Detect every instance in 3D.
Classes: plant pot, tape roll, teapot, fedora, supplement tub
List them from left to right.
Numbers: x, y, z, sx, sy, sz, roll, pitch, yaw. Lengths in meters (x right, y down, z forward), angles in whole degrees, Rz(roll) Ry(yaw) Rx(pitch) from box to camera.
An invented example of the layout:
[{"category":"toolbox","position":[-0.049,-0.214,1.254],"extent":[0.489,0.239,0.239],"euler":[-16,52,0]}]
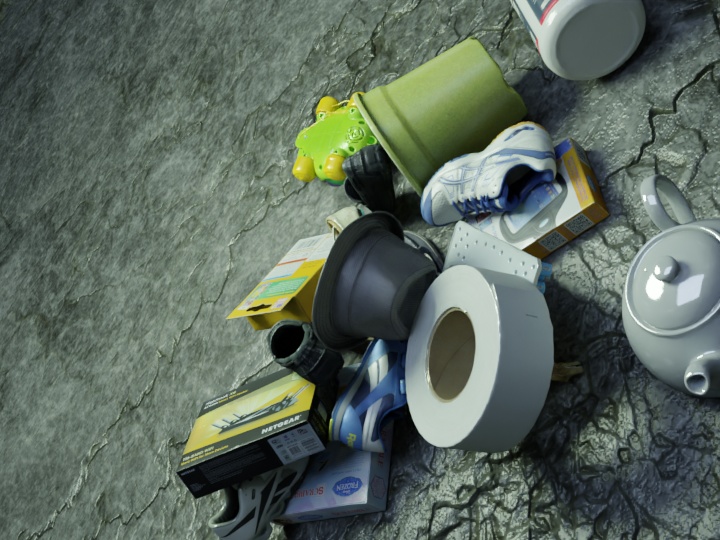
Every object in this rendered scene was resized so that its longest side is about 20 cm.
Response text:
[{"category":"fedora","position":[0.031,0.025,1.256],"extent":[0.090,0.200,0.178],"euler":[20,90,22]},{"category":"plant pot","position":[0.121,-0.214,1.451],"extent":[0.184,0.200,0.201],"euler":[-36,42,9]},{"category":"tape roll","position":[0.127,0.097,1.162],"extent":[0.202,0.070,0.204],"euler":[-38,47,56]},{"category":"supplement tub","position":[0.277,-0.359,1.392],"extent":[0.140,0.140,0.201],"euler":[-39,43,23]},{"category":"teapot","position":[0.339,0.021,1.068],"extent":[0.200,0.146,0.198],"euler":[29,88,53]}]

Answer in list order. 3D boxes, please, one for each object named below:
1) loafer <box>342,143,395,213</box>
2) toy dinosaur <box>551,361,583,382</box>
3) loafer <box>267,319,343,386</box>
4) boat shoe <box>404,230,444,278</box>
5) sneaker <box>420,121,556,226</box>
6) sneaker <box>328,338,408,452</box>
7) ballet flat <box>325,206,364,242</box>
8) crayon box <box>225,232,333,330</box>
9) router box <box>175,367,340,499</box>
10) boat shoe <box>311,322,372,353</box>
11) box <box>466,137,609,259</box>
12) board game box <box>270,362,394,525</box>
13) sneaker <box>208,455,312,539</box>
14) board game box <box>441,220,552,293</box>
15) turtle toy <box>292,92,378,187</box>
[{"category":"loafer","position":[0.011,-0.123,1.496],"extent":[0.070,0.201,0.068],"euler":[-12,73,2]},{"category":"toy dinosaur","position":[0.166,0.121,1.264],"extent":[0.199,0.058,0.102],"euler":[-27,49,34]},{"category":"loafer","position":[-0.084,0.093,1.361],"extent":[0.068,0.070,0.200],"euler":[-53,22,-5]},{"category":"boat shoe","position":[0.066,-0.009,1.429],"extent":[0.075,0.093,0.200],"euler":[-49,39,8]},{"category":"sneaker","position":[0.159,-0.106,1.346],"extent":[0.200,0.075,0.088],"euler":[-36,43,27]},{"category":"sneaker","position":[0.036,0.142,1.347],"extent":[0.082,0.074,0.201],"euler":[24,75,17]},{"category":"ballet flat","position":[0.000,0.000,1.490],"extent":[0.062,0.068,0.201],"euler":[-15,60,-11]},{"category":"crayon box","position":[-0.090,0.022,1.547],"extent":[0.125,0.052,0.200],"euler":[-10,29,44]},{"category":"router box","position":[-0.131,0.202,1.389],"extent":[0.199,0.052,0.157],"euler":[-24,23,17]},{"category":"boat shoe","position":[-0.025,0.074,1.493],"extent":[0.200,0.072,0.068],"euler":[4,71,52]},{"category":"box","position":[0.212,-0.068,1.353],"extent":[0.200,0.041,0.119],"euler":[-34,44,25]},{"category":"board game box","position":[-0.041,0.234,1.430],"extent":[0.199,0.041,0.201],"euler":[-18,53,40]},{"category":"sneaker","position":[-0.132,0.271,1.401],"extent":[0.074,0.088,0.201],"euler":[13,73,53]},{"category":"board game box","position":[0.142,0.059,1.257],"extent":[0.200,0.026,0.201],"euler":[35,112,63]},{"category":"turtle toy","position":[-0.036,-0.191,1.656],"extent":[0.199,0.101,0.146],"euler":[2,66,49]}]
